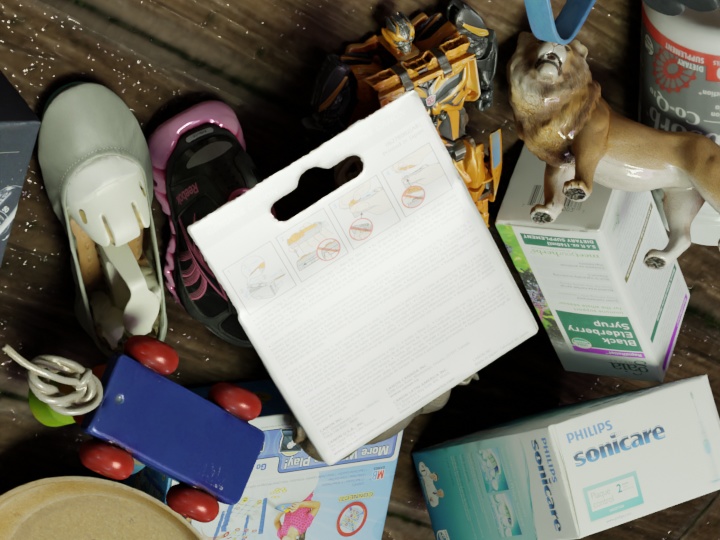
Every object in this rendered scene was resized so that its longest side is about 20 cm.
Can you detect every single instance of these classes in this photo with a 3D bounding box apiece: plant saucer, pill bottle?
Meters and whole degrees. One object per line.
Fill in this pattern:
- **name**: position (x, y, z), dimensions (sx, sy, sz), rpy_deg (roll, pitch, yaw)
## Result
- **plant saucer**: position (-0.170, 0.218, 1.467), dimensions (0.201, 0.200, 0.035), rpy_deg (-62, 180, 23)
- **pill bottle**: position (0.248, -0.120, 1.544), dimensions (0.116, 0.116, 0.200), rpy_deg (-26, 140, -18)

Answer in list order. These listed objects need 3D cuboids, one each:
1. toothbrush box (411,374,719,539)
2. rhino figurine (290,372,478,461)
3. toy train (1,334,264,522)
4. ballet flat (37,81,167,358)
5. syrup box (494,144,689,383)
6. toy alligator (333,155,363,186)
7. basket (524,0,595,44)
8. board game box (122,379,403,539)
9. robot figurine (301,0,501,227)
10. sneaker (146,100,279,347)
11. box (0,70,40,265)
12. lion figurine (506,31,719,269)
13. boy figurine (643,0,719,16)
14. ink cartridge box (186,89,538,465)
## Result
- **toothbrush box**: position (0.153, 0.144, 1.647), dimensions (0.146, 0.086, 0.200), rpy_deg (-14, 176, -30)
- **rhino figurine**: position (0.034, 0.071, 1.514), dimensions (0.200, 0.060, 0.087), rpy_deg (-25, 171, -33)
- **toy train**: position (-0.164, 0.077, 1.361), dimensions (0.200, 0.116, 0.085), rpy_deg (32, 73, -36)
- **ballet flat**: position (-0.145, -0.024, 1.347), dimensions (0.067, 0.064, 0.200), rpy_deg (-22, 137, -18)
- **syrup box**: position (0.167, -0.006, 1.590), dimensions (0.082, 0.078, 0.200), rpy_deg (-68, 150, -28)
- **toy alligator**: position (0.042, -0.010, 1.431), dimensions (0.059, 0.054, 0.200), rpy_deg (-42, 142, 1)
- **basket**: position (0.138, -0.252, 1.296), dimensions (0.200, 0.139, 0.177), rpy_deg (-59, 150, -30)
- **board game box**: position (-0.074, 0.176, 1.557), dimensions (0.199, 0.056, 0.197), rpy_deg (-4, 113, -39)
- **robot figurine**: position (0.036, -0.080, 1.449), dimensions (0.145, 0.058, 0.200), rpy_deg (-26, 139, -19)
- **sneaker**: position (-0.075, -0.009, 1.397), dimensions (0.079, 0.095, 0.200), rpy_deg (-33, 141, -14)
- **box**: position (-0.296, -0.027, 1.188), dimensions (0.199, 0.104, 0.183), rpy_deg (-5, 127, -37)
- **lion figurine**: position (0.179, -0.075, 1.478), dimensions (0.199, 0.123, 0.072), rpy_deg (25, 144, -15)
- **boy figurine**: position (0.223, -0.258, 1.406), dimensions (0.064, 0.124, 0.201), rpy_deg (35, 72, -25)
- **ink cartridge box**: position (0.000, 0.000, 1.363), dimensions (0.161, 0.050, 0.200), rpy_deg (-32, 121, -4)
